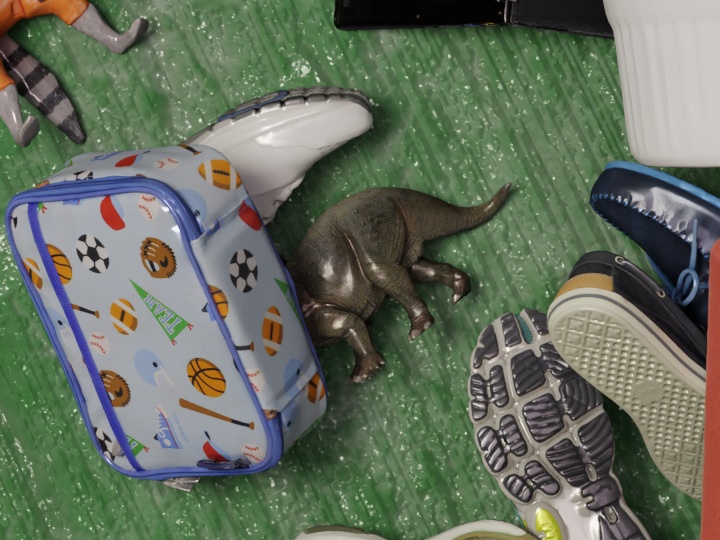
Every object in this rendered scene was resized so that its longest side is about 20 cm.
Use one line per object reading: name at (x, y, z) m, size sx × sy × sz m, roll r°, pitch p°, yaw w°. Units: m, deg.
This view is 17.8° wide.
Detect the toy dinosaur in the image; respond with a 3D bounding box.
toy dinosaur at (0.000, 0.000, 1.345) m, size 0.200 × 0.077 × 0.102 m, roll -39°, pitch 90°, yaw 7°

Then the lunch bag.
lunch bag at (-0.114, 0.030, 1.311) m, size 0.159 × 0.076 × 0.201 m, roll -4°, pitch 114°, yaw 36°

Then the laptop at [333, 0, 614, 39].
laptop at (0.101, -0.231, 1.375) m, size 0.199 × 0.116 × 0.189 m, roll 3°, pitch 87°, yaw 37°

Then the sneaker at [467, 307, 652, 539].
sneaker at (0.112, 0.121, 1.321) m, size 0.077 × 0.080 × 0.202 m, roll -19°, pitch 89°, yaw -4°

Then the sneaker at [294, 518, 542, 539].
sneaker at (0.028, 0.195, 1.297) m, size 0.199 × 0.089 × 0.077 m, roll -7°, pitch 113°, yaw 31°

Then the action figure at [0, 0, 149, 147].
action figure at (-0.255, -0.139, 1.376) m, size 0.193 × 0.105 × 0.200 m, roll 33°, pitch 67°, yaw 13°

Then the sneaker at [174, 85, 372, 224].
sneaker at (-0.078, -0.048, 1.370) m, size 0.199 × 0.075 × 0.088 m, roll -25°, pitch 96°, yaw 13°

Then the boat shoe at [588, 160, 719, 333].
boat shoe at (0.212, 0.011, 1.310) m, size 0.199 × 0.084 × 0.069 m, roll 32°, pitch 80°, yaw 10°

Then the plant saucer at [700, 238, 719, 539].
plant saucer at (0.281, 0.085, 1.217) m, size 0.198 × 0.037 × 0.202 m, roll 2°, pitch 91°, yaw 11°

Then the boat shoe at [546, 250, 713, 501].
boat shoe at (0.178, 0.063, 1.294) m, size 0.074 × 0.063 × 0.200 m, roll -26°, pitch 122°, yaw 34°

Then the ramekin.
ramekin at (0.234, -0.110, 1.260) m, size 0.199 × 0.200 × 0.099 m, roll -3°, pitch 94°, yaw 8°
